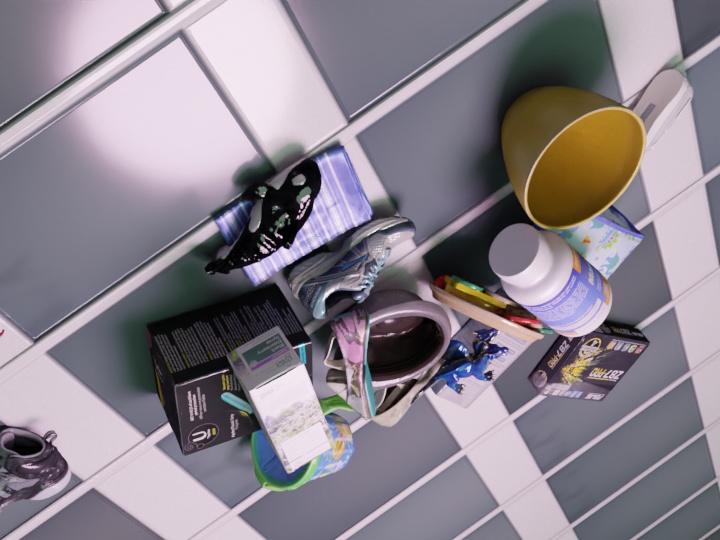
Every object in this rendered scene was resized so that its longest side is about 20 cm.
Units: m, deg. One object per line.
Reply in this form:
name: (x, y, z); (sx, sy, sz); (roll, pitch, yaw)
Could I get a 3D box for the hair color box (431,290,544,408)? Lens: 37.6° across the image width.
hair color box: (0.208, 0.136, 1.802); (0.200, 0.061, 0.099); (-47, 138, 13)

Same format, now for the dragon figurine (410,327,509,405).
dragon figurine: (0.148, 0.147, 1.665); (0.199, 0.059, 0.099); (-20, 142, 23)

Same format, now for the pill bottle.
pill bottle: (0.271, 0.011, 1.525); (0.112, 0.112, 0.200); (-45, 135, 11)

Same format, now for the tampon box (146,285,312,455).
tampon box: (-0.181, 0.138, 1.485); (0.199, 0.126, 0.150); (-17, 135, -20)

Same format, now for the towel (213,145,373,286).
towel: (-0.086, -0.072, 1.433); (0.199, 0.024, 0.145); (-31, 138, -6)

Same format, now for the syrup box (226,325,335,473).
syrup box: (-0.104, 0.174, 1.412); (0.078, 0.082, 0.201); (-29, 137, -11)

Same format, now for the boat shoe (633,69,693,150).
boat shoe: (0.437, -0.215, 1.632); (0.068, 0.072, 0.201); (21, 105, -45)

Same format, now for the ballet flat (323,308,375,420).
ballet flat: (-0.017, 0.137, 1.529); (0.071, 0.069, 0.201); (-3, 129, 2)

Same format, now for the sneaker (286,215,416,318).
sneaker: (0.000, 0.000, 1.502); (0.199, 0.087, 0.078); (-32, 157, 0)

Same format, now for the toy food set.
toy food set: (0.200, 0.056, 1.625); (0.199, 0.198, 0.049); (24, 93, -9)

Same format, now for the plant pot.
plant pot: (0.279, -0.180, 1.491); (0.199, 0.142, 0.201); (-19, 137, -18)

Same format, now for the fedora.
fedora: (0.037, 0.094, 1.620); (0.199, 0.090, 0.177); (-17, 135, -11)

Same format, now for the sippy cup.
sippy cup: (-0.083, 0.276, 1.689); (0.177, 0.141, 0.130); (-14, 166, 36)

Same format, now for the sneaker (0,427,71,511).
sneaker: (-0.499, 0.280, 1.442); (0.199, 0.076, 0.114); (-22, 137, -25)

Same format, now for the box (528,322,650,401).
box: (0.432, 0.170, 1.997); (0.199, 0.049, 0.162); (12, 123, -41)

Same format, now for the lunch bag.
lunch bag: (0.319, -0.040, 1.664); (0.199, 0.128, 0.170); (8, 124, -50)

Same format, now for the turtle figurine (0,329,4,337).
turtle figurine: (-0.498, 0.059, 1.221); (0.149, 0.101, 0.201); (4, 138, 17)

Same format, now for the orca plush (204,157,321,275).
orca plush: (-0.117, -0.053, 1.368); (0.200, 0.071, 0.105); (-37, 136, 2)

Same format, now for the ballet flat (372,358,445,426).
ballet flat: (0.078, 0.183, 1.755); (0.062, 0.068, 0.200); (21, 115, -33)
